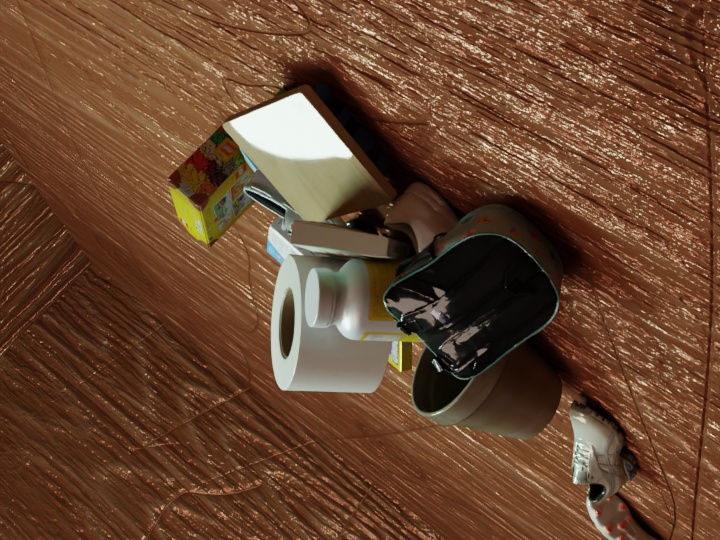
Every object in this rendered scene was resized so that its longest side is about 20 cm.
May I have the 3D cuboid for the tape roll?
[{"bbox_3d":[-0.046,0.081,1.724,0.139,0.203,0.203,4,172,-16],"label":"tape roll"}]

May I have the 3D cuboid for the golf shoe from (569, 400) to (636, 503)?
[{"bbox_3d":[0.364,0.289,1.802,0.078,0.097,0.200,23,153,52],"label":"golf shoe"}]

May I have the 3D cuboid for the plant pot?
[{"bbox_3d":[0.204,0.167,1.748,0.173,0.200,0.200,30,168,-19],"label":"plant pot"}]

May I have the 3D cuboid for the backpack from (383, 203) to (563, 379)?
[{"bbox_3d":[0.156,0.016,1.465,0.176,0.153,0.200,47,126,-9],"label":"backpack"}]

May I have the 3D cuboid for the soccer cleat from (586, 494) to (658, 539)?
[{"bbox_3d":[0.466,0.461,2.054,0.200,0.069,0.078,43,167,-11],"label":"soccer cleat"}]

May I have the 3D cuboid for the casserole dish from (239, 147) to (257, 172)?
[{"bbox_3d":[-0.118,-0.166,1.867,0.200,0.039,0.121,19,152,52],"label":"casserole dish"}]

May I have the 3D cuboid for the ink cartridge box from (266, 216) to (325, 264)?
[{"bbox_3d":[-0.065,-0.018,2.031,0.200,0.086,0.146,40,164,5],"label":"ink cartridge box"}]

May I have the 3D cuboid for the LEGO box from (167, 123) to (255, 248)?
[{"bbox_3d":[-0.251,-0.147,2.025,0.077,0.149,0.200,39,163,11],"label":"LEGO box"}]

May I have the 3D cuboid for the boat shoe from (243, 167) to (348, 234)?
[{"bbox_3d":[-0.100,-0.088,1.828,0.201,0.072,0.070,37,164,14],"label":"boat shoe"}]

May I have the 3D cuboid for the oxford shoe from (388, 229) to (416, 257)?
[{"bbox_3d":[0.113,0.007,1.719,0.200,0.075,0.071,55,135,29],"label":"oxford shoe"}]

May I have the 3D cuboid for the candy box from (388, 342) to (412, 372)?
[{"bbox_3d":[0.049,0.054,1.861,0.102,0.026,0.200,40,137,55],"label":"candy box"}]

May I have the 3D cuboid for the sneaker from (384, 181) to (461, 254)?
[{"bbox_3d":[0.121,-0.028,1.574,0.200,0.089,0.075,39,162,12],"label":"sneaker"}]

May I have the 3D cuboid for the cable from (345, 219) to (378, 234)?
[{"bbox_3d":[0.000,0.000,1.848,0.200,0.051,0.163,63,152,31],"label":"cable"}]

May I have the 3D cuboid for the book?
[{"bbox_3d":[-0.008,-0.040,1.616,0.133,0.048,0.200,10,180,12],"label":"book"}]

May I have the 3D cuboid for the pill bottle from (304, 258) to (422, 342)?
[{"bbox_3d":[0.029,0.041,1.590,0.199,0.112,0.112,3,172,-16],"label":"pill bottle"}]

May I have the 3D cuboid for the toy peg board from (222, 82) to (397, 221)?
[{"bbox_3d":[-0.054,-0.183,1.625,0.199,0.098,0.200,-12,126,51],"label":"toy peg board"}]
